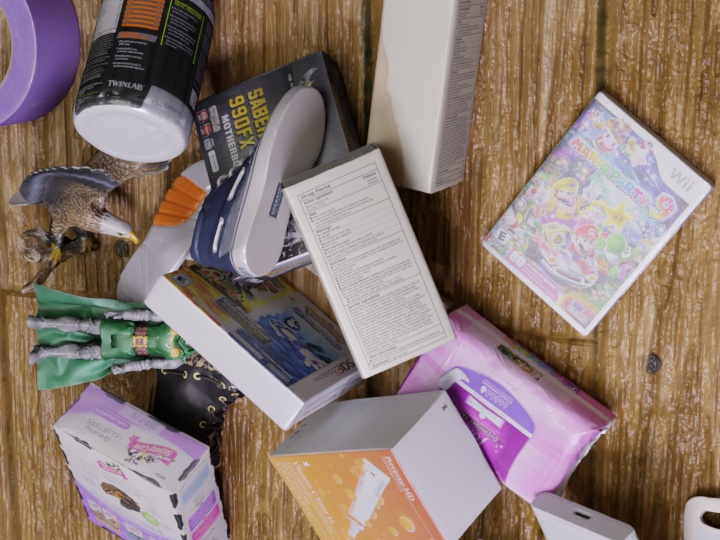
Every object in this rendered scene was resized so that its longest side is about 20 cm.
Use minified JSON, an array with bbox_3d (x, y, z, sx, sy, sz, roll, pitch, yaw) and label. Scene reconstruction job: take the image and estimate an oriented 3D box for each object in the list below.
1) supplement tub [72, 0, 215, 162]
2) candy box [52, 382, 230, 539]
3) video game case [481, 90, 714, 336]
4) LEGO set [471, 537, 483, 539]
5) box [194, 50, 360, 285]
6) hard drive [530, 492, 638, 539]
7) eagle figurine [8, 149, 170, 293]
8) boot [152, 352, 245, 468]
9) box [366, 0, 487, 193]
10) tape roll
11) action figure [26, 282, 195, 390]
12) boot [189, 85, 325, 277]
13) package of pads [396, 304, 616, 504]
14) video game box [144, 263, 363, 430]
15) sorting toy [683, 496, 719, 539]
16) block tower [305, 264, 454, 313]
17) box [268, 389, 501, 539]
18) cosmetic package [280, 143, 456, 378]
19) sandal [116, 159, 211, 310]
[{"bbox_3d":[-0.219,-0.224,1.544,0.122,0.123,0.201,-3,62,26],"label":"supplement tub"},{"bbox_3d":[-0.240,0.239,1.667,0.167,0.072,0.201,26,146,22],"label":"candy box"},{"bbox_3d":[0.229,-0.054,1.467,0.143,0.018,0.200,42,115,12],"label":"video game case"},{"bbox_3d":[0.087,0.308,1.525,0.153,0.200,0.116,24,103,33],"label":"LEGO set"},{"bbox_3d":[-0.077,-0.104,1.539,0.158,0.048,0.201,-19,75,18],"label":"box"},{"bbox_3d":[0.249,0.316,1.463,0.132,0.026,0.201,15,137,55],"label":"hard drive"},{"bbox_3d":[-0.300,-0.084,1.648,0.150,0.152,0.200,11,131,-20],"label":"eagle figurine"},{"bbox_3d":[-0.157,0.150,1.666,0.199,0.073,0.151,18,108,25],"label":"boot"},{"bbox_3d":[0.065,-0.186,1.475,0.077,0.095,0.201,13,105,23],"label":"box"},{"bbox_3d":[-0.424,-0.263,1.696,0.199,0.085,0.201,6,103,25],"label":"tape roll"},{"bbox_3d":[-0.259,0.074,1.619,0.199,0.055,0.119,-1,102,4],"label":"action figure"},{"bbox_3d":[-0.107,-0.094,1.488,0.090,0.073,0.201,10,74,40],"label":"boot"},{"bbox_3d":[0.145,0.141,1.518,0.200,0.076,0.121,36,114,15],"label":"package of pads"},{"bbox_3d":[-0.100,0.065,1.559,0.200,0.182,0.047,41,112,12],"label":"video game box"},{"bbox_3d":[0.388,0.299,1.442,0.199,0.107,0.181,-18,74,28],"label":"sorting toy"},{"bbox_3d":[0.000,0.000,1.568,0.200,0.058,0.054,38,115,12],"label":"block tower"},{"bbox_3d":[0.023,0.206,1.527,0.200,0.097,0.125,-12,114,49],"label":"box"},{"bbox_3d":[0.007,-0.010,1.439,0.103,0.073,0.201,-22,99,-1],"label":"cosmetic package"},{"bbox_3d":[-0.194,-0.035,1.650,0.207,0.059,0.079,-52,54,15],"label":"sandal"}]
